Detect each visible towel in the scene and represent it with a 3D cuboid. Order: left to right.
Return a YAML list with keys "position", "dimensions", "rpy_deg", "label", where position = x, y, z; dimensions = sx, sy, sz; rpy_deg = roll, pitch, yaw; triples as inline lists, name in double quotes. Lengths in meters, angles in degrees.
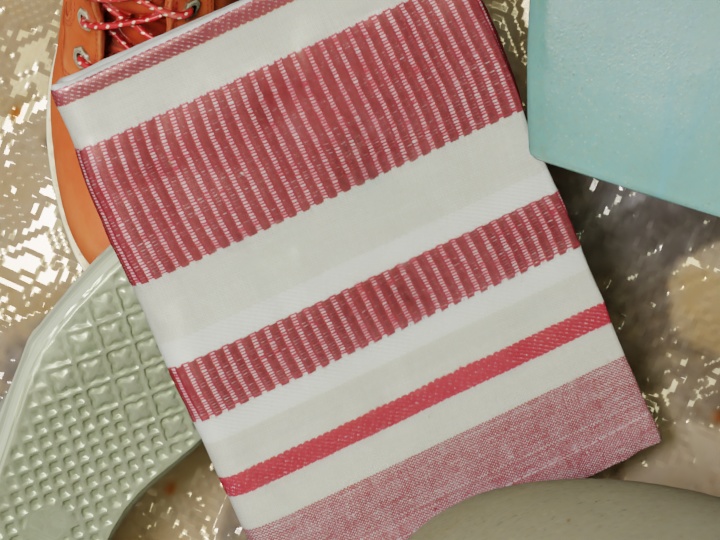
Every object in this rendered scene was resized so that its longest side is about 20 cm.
- position: [0.000, 0.000, 0.984]
  dimensions: [0.144, 0.023, 0.201]
  rpy_deg: [-25, 105, -5]
  label: "towel"

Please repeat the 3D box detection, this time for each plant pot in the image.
- position: [0.129, -0.121, 0.955]
  dimensions: [0.141, 0.141, 0.201]
  rpy_deg: [18, 100, 9]
  label: "plant pot"

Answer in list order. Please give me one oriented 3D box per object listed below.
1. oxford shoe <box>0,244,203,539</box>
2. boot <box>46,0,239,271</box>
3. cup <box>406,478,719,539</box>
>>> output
- position: [-0.096, 0.054, 1.017]
  dimensions: [0.075, 0.058, 0.200]
  rpy_deg: [27, 103, -22]
  label: "oxford shoe"
- position: [-0.075, -0.084, 0.998]
  dimensions: [0.075, 0.107, 0.201]
  rpy_deg: [5, 97, 5]
  label: "boot"
- position: [0.072, 0.146, 0.941]
  dimensions: [0.199, 0.143, 0.201]
  rpy_deg: [-11, 117, -23]
  label: "cup"
